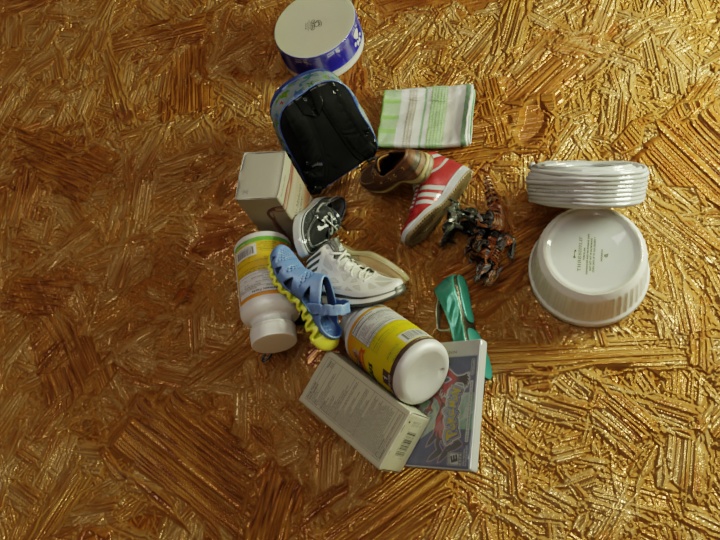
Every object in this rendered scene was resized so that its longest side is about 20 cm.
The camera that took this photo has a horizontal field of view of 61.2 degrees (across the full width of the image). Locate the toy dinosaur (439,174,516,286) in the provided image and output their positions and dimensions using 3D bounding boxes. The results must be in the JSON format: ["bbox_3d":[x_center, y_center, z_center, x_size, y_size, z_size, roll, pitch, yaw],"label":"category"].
[{"bbox_3d":[0.218,-0.073,1.113,0.133,0.103,0.202,9,50,3],"label":"toy dinosaur"}]

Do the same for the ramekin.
[{"bbox_3d":[0.385,-0.015,1.022,0.199,0.094,0.206,-6,65,12],"label":"ramekin"}]

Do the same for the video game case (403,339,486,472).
[{"bbox_3d":[0.116,0.216,0.986,0.180,0.023,0.203,-12,60,42],"label":"video game case"}]

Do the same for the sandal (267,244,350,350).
[{"bbox_3d":[-0.082,0.032,1.037,0.087,0.079,0.201,-44,78,32],"label":"sandal"}]

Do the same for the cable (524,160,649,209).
[{"bbox_3d":[0.380,-0.146,1.031,0.196,0.200,0.071,3,104,19],"label":"cable"}]

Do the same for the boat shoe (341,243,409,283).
[{"bbox_3d":[0.000,0.000,1.139,0.198,0.071,0.065,19,76,33],"label":"boat shoe"}]

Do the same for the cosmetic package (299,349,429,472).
[{"bbox_3d":[0.003,0.227,0.997,0.199,0.073,0.104,32,90,39],"label":"cosmetic package"}]

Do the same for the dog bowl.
[{"bbox_3d":[-0.095,-0.538,1.397,0.196,0.079,0.203,-6,65,13],"label":"dog bowl"}]

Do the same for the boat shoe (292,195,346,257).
[{"bbox_3d":[-0.071,-0.090,1.149,0.067,0.073,0.201,-11,22,19],"label":"boat shoe"}]

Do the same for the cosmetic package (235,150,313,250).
[{"bbox_3d":[-0.153,-0.127,1.159,0.086,0.200,0.105,0,66,16],"label":"cosmetic package"}]

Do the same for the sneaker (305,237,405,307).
[{"bbox_3d":[-0.019,0.000,1.063,0.197,0.075,0.118,-4,100,30],"label":"sneaker"}]

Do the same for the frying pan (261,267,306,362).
[{"bbox_3d":[-0.113,0.087,1.147,0.113,0.031,0.193,3,71,18],"label":"frying pan"}]

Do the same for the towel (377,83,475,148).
[{"bbox_3d":[0.135,-0.322,1.265,0.196,0.031,0.152,2,66,16],"label":"towel"}]

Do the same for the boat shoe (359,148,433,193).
[{"bbox_3d":[0.054,-0.197,1.159,0.199,0.067,0.073,-2,69,57],"label":"boat shoe"}]

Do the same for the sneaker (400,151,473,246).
[{"bbox_3d":[0.115,-0.144,1.167,0.112,0.072,0.200,35,71,22],"label":"sneaker"}]

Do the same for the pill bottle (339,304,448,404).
[{"bbox_3d":[0.047,0.128,1.010,0.109,0.109,0.199,-47,39,-9],"label":"pill bottle"}]

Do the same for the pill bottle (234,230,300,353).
[{"bbox_3d":[-0.168,0.041,1.107,0.109,0.111,0.203,-16,61,7],"label":"pill bottle"}]

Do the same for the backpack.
[{"bbox_3d":[-0.084,-0.293,1.216,0.181,0.201,0.148,-31,42,1],"label":"backpack"}]

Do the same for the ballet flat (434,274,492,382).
[{"bbox_3d":[0.170,0.107,1.052,0.070,0.067,0.203,-28,59,29],"label":"ballet flat"}]
